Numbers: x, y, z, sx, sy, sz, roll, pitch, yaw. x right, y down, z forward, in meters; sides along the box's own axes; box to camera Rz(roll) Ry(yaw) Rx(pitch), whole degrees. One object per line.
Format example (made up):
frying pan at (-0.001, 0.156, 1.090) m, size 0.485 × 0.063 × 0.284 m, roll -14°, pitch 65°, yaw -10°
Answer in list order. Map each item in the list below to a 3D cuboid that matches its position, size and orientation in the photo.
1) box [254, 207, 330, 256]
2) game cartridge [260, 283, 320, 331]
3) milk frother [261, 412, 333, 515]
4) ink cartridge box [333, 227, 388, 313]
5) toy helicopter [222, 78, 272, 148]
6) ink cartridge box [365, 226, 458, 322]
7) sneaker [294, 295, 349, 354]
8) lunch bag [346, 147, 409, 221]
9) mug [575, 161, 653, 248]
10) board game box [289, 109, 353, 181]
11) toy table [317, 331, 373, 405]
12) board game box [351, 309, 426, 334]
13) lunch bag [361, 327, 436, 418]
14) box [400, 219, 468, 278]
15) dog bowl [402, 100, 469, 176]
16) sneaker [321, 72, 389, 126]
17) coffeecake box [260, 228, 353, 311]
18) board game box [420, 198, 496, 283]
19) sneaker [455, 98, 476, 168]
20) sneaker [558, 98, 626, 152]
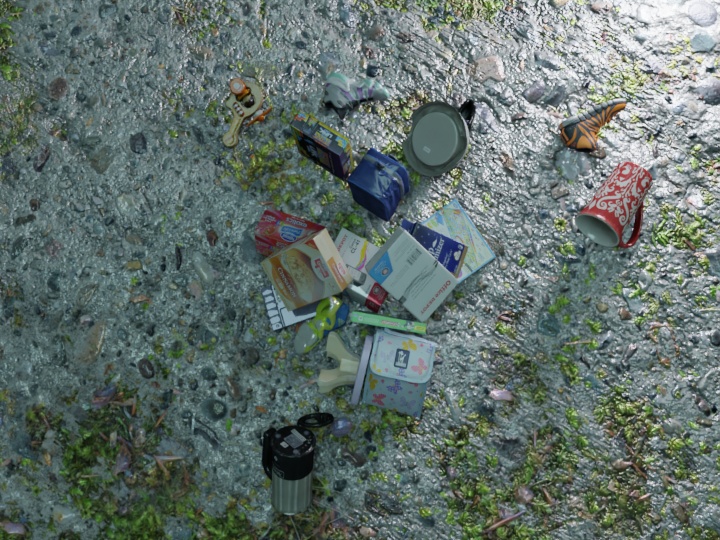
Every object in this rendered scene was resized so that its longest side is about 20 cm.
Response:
box at (-0.188, -0.083, 1.669) m, size 0.196 × 0.100 × 0.097 m, roll 19°, pitch 57°, yaw 6°
game cartridge at (-0.173, 0.077, 1.690) m, size 0.196 × 0.038 × 0.132 m, roll -20°, pitch 84°, yaw 0°
milk frother at (-0.151, 0.492, 1.576) m, size 0.196 × 0.180 × 0.192 m, roll -8°, pitch 117°, yaw -26°
ink cartridge box at (0.000, 0.000, 1.652) m, size 0.197 × 0.086 × 0.150 m, roll 29°, pitch 74°, yaw 3°
toy helicopter at (-0.347, -0.455, 1.778) m, size 0.130 × 0.079 × 0.204 m, roll 24°, pitch 93°, yaw -2°
ink cartridge box at (0.131, 0.010, 1.558) m, size 0.199 × 0.084 × 0.146 m, roll 41°, pitch 94°, yaw -13°
sneaker at (-0.097, 0.160, 1.651) m, size 0.201 × 0.104 × 0.076 m, roll -51°, pitch 46°, yaw 24°
lunch bag at (0.055, -0.244, 1.645) m, size 0.135 × 0.200 × 0.134 m, roll 33°, pitch 81°, yaw 13°
mug at (0.707, -0.174, 1.654) m, size 0.132 × 0.178 × 0.201 m, roll 28°, pitch 76°, yaw 44°
board game box at (-0.104, -0.343, 1.669) m, size 0.164 × 0.200 × 0.057 m, roll 34°, pitch 82°, yaw 9°
toy table at (-0.042, 0.253, 1.589) m, size 0.114 × 0.184 × 0.205 m, roll 13°, pitch 105°, yaw 2°
board game box at (0.077, 0.137, 1.613) m, size 0.195 × 0.135 × 0.030 m, roll 10°, pitch 89°, yaw 5°
lunch bag at (0.100, 0.260, 1.563) m, size 0.166 × 0.127 × 0.204 m, roll 14°, pitch 113°, yaw 4°
box at (0.186, -0.047, 1.627) m, size 0.196 × 0.032 × 0.124 m, roll 23°, pitch 83°, yaw -10°
dog bowl at (0.216, -0.368, 1.687) m, size 0.196 × 0.058 × 0.205 m, roll 4°, pitch 97°, yaw 32°
sneaker at (-0.021, -0.487, 1.757) m, size 0.196 × 0.078 × 0.143 m, roll 16°, pitch 83°, yaw 15°
coffeecake box at (-0.141, 0.002, 1.574) m, size 0.197 × 0.073 × 0.156 m, roll -21°, pitch 105°, yaw 34°
board game box at (0.269, -0.081, 1.689) m, size 0.133 × 0.034 × 0.202 m, roll -33°, pitch 81°, yaw -3°
sneaker at (0.277, -0.393, 1.713) m, size 0.074 × 0.088 × 0.204 m, roll 18°, pitch 82°, yaw 6°
sneaker at (0.673, -0.402, 1.707) m, size 0.196 × 0.077 × 0.114 m, roll -23°, pitch 84°, yaw 10°
